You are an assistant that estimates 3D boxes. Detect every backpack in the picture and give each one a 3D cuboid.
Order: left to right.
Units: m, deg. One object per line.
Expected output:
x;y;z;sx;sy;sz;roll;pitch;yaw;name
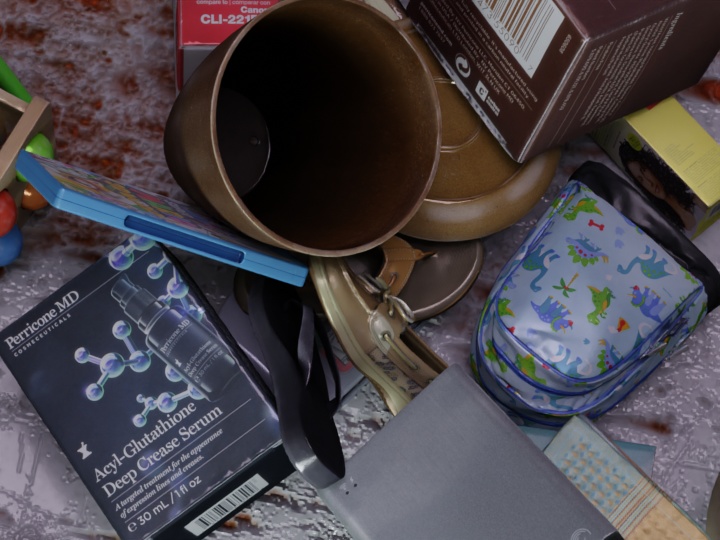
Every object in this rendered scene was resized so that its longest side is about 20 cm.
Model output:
0.171;0.032;1.709;0.163;0.154;0.200;44;84;6;backpack

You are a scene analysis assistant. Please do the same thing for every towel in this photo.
0.176;0.217;1.536;0.147;0.022;0.200;-43;73;-13;towel

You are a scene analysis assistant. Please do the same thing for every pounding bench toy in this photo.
-0.305;-0.113;1.730;0.155;0.124;0.201;26;68;6;pounding bench toy

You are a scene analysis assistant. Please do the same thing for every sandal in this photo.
-0.036;0.076;1.616;0.043;0.076;0.201;-32;44;15;sandal
0.000;0.000;1.707;0.198;0.054;0.081;-5;68;-6;sandal

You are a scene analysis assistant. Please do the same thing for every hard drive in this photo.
0.075;0.173;1.525;0.139;0.033;0.200;-42;48;-2;hard drive

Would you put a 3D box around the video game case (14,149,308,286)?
-0.149;-0.040;1.632;0.199;0.143;0.018;19;97;-24;video game case

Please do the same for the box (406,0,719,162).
0.175;-0.219;1.695;0.199;0.165;0.166;-24;68;-29;box

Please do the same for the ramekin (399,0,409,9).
0.080;-0.311;1.852;0.199;0.098;0.202;2;68;-4;ramekin

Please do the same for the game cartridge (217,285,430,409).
-0.020;0.021;1.746;0.133;0.041;0.200;40;71;16;game cartridge

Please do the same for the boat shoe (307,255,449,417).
0.027;0.054;1.664;0.062;0.200;0.073;-30;32;9;boat shoe

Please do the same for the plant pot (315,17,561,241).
0.064;-0.119;1.733;0.198;0.028;0.202;3;66;-7;plant pot

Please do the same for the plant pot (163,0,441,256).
-0.069;-0.101;1.648;0.186;0.200;0.189;1;88;-29;plant pot

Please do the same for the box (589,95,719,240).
0.227;-0.122;1.799;0.050;0.075;0.200;-36;74;-18;box

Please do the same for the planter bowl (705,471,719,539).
0.338;0.209;1.629;0.199;0.135;0.201;9;56;-13;planter bowl

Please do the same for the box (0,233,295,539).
-0.155;0.096;1.651;0.148;0.107;0.200;-36;73;-2;box

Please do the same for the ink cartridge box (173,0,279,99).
-0.111;-0.238;1.783;0.083;0.144;0.202;-1;69;-6;ink cartridge box

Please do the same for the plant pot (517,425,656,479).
0.103;0.195;1.630;0.198;0.142;0.142;13;68;4;plant pot

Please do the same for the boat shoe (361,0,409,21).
0.046;-0.134;1.803;0.076;0.072;0.201;-36;73;9;boat shoe
